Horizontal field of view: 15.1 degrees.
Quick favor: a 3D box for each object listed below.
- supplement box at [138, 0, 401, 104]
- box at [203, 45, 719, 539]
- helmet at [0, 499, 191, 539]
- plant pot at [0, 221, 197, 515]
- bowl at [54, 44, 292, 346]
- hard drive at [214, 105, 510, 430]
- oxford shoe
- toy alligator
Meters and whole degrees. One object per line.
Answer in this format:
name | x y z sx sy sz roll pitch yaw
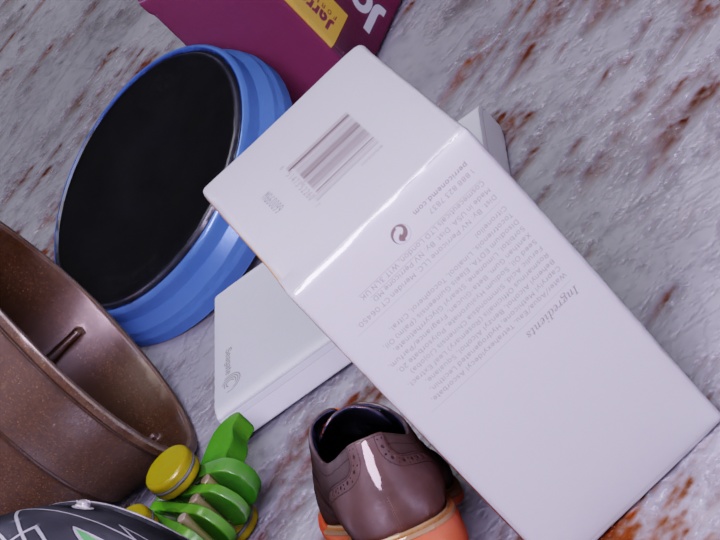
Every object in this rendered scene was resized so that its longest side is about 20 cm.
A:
supplement box | -0.041 -0.218 1.805 0.103 0.131 0.200 -20 36 42
box | 0.045 0.016 1.254 0.106 0.200 0.152 -43 26 -1
helmet | -0.120 0.203 1.203 0.200 0.191 0.200 -32 40 32
plant pot | -0.231 0.100 1.548 0.198 0.200 0.200 -45 25 8
bowl | -0.122 -0.052 1.717 0.201 0.039 0.201 -30 47 37
hard drive | 0.000 0.000 1.543 0.200 0.027 0.132 -36 27 18
oxford shoe | 0.008 0.092 1.299 0.071 0.073 0.200 -22 7 -6
toy alligator | -0.102 0.157 1.420 0.054 0.059 0.200 -2 48 54
